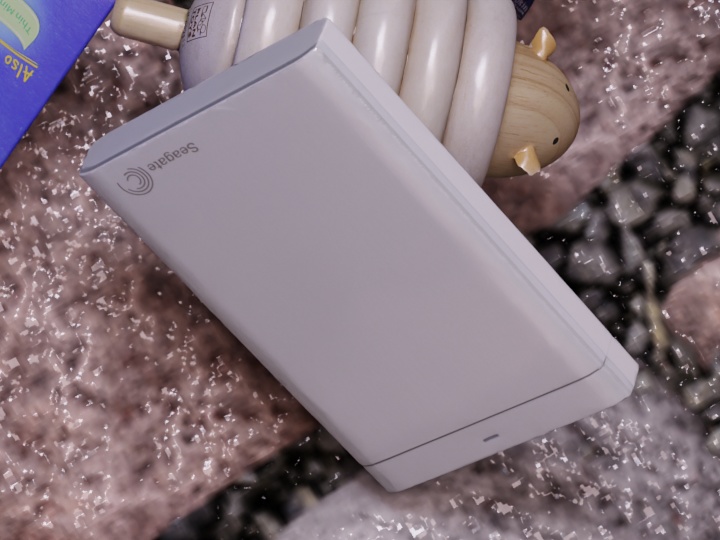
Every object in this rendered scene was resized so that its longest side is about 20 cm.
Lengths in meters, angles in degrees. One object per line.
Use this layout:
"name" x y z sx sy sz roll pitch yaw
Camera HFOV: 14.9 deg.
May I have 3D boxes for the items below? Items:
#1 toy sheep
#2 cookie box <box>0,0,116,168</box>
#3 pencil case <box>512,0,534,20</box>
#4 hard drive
"toy sheep" -0.006 -0.080 1.139 0.200 0.138 0.138 9 81 -7
"cookie box" -0.216 -0.092 1.079 0.171 0.075 0.200 47 53 -23
"pencil case" 0.015 -0.198 1.181 0.200 0.085 0.092 42 46 0
"hard drive" 0.000 0.000 1.104 0.200 0.132 0.027 47 39 -23
